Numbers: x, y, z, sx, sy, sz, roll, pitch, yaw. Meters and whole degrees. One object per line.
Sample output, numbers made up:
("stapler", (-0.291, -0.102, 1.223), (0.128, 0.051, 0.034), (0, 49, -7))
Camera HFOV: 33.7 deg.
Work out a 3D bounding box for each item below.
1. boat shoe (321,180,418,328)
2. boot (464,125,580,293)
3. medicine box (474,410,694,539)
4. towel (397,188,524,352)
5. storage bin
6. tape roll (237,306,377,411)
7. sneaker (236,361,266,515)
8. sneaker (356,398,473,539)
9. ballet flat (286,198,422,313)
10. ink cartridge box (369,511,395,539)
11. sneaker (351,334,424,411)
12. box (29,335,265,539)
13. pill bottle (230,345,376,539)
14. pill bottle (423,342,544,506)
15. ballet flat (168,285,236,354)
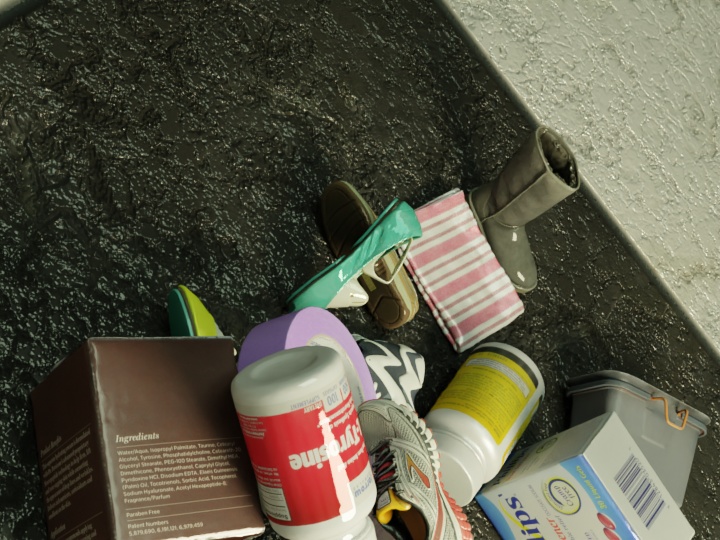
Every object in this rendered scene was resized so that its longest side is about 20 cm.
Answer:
("boat shoe", (0.015, -0.024, 1.539), (0.076, 0.071, 0.203), (-26, 92, -56))
("boot", (0.239, -0.080, 1.639), (0.072, 0.199, 0.183), (-31, 88, -41))
("medicine box", (0.275, 0.302, 1.478), (0.103, 0.199, 0.183), (-36, 91, -44))
("towel", (0.134, -0.002, 1.630), (0.145, 0.030, 0.202), (-28, 87, -38))
("storage bin", (0.380, 0.242, 1.642), (0.198, 0.145, 0.136), (26, 64, -24))
("tape roll", (-0.053, 0.146, 1.302), (0.200, 0.065, 0.203), (44, 36, -44))
("sneaker", (-0.092, 0.187, 1.353), (0.081, 0.076, 0.203), (2, 72, -56))
("sneaker", (0.046, 0.225, 1.262), (0.081, 0.078, 0.202), (-1, 53, -46))
("ballet flat", (0.000, 0.000, 1.451), (0.200, 0.067, 0.071), (-43, 85, -8))
("ink cartridge box", (0.079, 0.335, 1.314), (0.116, 0.068, 0.201), (20, 24, -35))
("sneaker", (0.008, 0.162, 1.424), (0.128, 0.079, 0.202), (26, 54, -23))
("box", (-0.215, 0.187, 1.180), (0.162, 0.165, 0.203), (1, 68, -35))
("pill bottle", (-0.048, 0.185, 1.147), (0.112, 0.111, 0.203), (-28, 109, -42))
("pill bottle", (0.143, 0.192, 1.489), (0.115, 0.114, 0.200), (49, 48, -7))
("ballet flat", (-0.167, 0.115, 1.320), (0.066, 0.067, 0.204), (-5, 78, -30))
